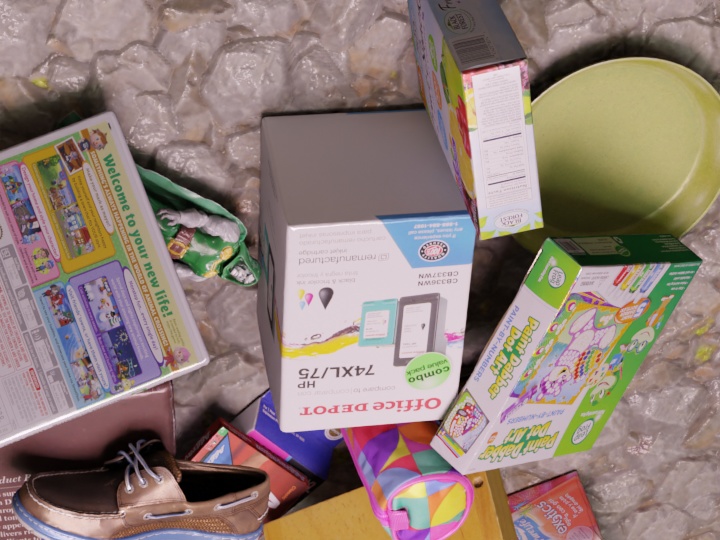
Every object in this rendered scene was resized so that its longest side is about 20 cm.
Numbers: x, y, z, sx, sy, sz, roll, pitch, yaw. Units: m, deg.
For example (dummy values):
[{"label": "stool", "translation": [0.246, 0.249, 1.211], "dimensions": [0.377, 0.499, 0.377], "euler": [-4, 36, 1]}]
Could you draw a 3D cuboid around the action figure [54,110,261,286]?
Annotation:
[{"label": "action figure", "translation": [-0.162, -0.035, 1.536], "dimensions": [0.199, 0.055, 0.118], "euler": [23, 129, -24]}]

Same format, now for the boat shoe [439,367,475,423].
[{"label": "boat shoe", "translation": [0.134, 0.110, 1.705], "dimensions": [0.198, 0.068, 0.072], "euler": [-24, 126, 4]}]

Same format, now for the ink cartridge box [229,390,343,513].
[{"label": "ink cartridge box", "translation": [-0.101, 0.182, 1.727], "dimensions": [0.200, 0.037, 0.095], "euler": [-42, 123, 16]}]

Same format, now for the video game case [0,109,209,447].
[{"label": "video game case", "translation": [-0.228, 0.007, 1.445], "dimensions": [0.181, 0.022, 0.202], "euler": [-21, 85, -8]}]

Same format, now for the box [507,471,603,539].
[{"label": "box", "translation": [0.188, 0.299, 1.841], "dimensions": [0.102, 0.095, 0.201], "euler": [-20, 128, 2]}]

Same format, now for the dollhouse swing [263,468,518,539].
[{"label": "dollhouse swing", "translation": [0.046, 0.260, 1.693], "dimensions": [0.198, 0.183, 0.176], "euler": [-21, 144, 10]}]

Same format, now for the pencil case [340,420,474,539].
[{"label": "pencil case", "translation": [0.023, 0.134, 1.622], "dimensions": [0.087, 0.200, 0.089], "euler": [-12, 128, -16]}]

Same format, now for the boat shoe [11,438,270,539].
[{"label": "boat shoe", "translation": [-0.159, 0.162, 1.473], "dimensions": [0.198, 0.072, 0.073], "euler": [6, 120, -31]}]

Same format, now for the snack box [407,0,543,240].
[{"label": "snack box", "translation": [0.078, -0.137, 1.424], "dimensions": [0.052, 0.201, 0.143], "euler": [-12, 128, -5]}]

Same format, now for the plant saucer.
[{"label": "plant saucer", "translation": [0.201, -0.091, 1.596], "dimensions": [0.198, 0.031, 0.202], "euler": [-6, 126, -8]}]

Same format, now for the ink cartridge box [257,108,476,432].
[{"label": "ink cartridge box", "translation": [0.000, 0.000, 1.542], "dimensions": [0.145, 0.147, 0.201], "euler": [-4, 128, -9]}]

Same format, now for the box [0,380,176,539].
[{"label": "box", "translation": [-0.232, 0.126, 1.569], "dimensions": [0.164, 0.165, 0.202], "euler": [-6, 127, -9]}]

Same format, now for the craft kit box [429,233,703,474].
[{"label": "craft kit box", "translation": [0.166, 0.064, 1.582], "dimensions": [0.199, 0.048, 0.199], "euler": [-4, 130, -53]}]

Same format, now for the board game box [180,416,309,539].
[{"label": "board game box", "translation": [-0.146, 0.225, 1.697], "dimensions": [0.103, 0.019, 0.200], "euler": [36, 104, -28]}]
